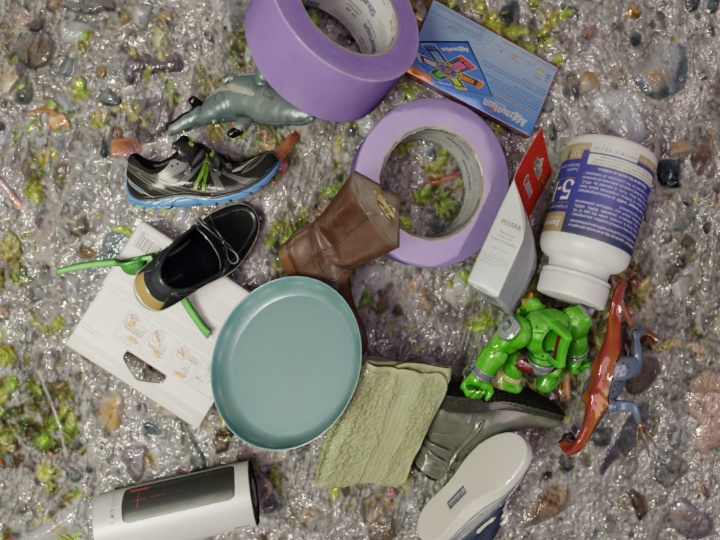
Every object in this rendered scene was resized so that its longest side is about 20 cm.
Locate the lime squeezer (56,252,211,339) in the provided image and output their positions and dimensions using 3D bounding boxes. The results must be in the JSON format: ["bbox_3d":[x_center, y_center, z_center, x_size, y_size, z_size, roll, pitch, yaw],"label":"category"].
[{"bbox_3d":[-0.263,0.009,0.746,0.195,0.038,0.072,24,118,-9],"label":"lime squeezer"}]

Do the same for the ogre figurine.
[{"bbox_3d":[0.231,0.102,0.798,0.193,0.099,0.122,7,127,-6],"label":"ogre figurine"}]

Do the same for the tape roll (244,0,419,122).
[{"bbox_3d":[-0.032,-0.287,0.729,0.195,0.085,0.206,12,64,-26],"label":"tape roll"}]

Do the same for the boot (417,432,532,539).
[{"bbox_3d":[0.168,0.297,0.810,0.089,0.074,0.201,30,114,-29],"label":"boot"}]

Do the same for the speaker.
[{"bbox_3d":[-0.230,0.303,0.778,0.194,0.081,0.084,-10,94,-6],"label":"speaker"}]

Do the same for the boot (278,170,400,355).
[{"bbox_3d":[0.000,0.000,0.739,0.188,0.199,0.064,53,44,-4],"label":"boot"}]

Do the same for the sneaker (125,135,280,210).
[{"bbox_3d":[-0.196,-0.126,0.764,0.193,0.071,0.085,-7,109,-4],"label":"sneaker"}]

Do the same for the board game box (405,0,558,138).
[{"bbox_3d":[0.163,-0.271,0.833,0.196,0.019,0.105,25,88,-7],"label":"board game box"}]

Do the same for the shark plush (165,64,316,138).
[{"bbox_3d":[-0.150,-0.202,0.755,0.193,0.091,0.086,-4,64,-1],"label":"shark plush"}]

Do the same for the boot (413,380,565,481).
[{"bbox_3d":[0.173,0.228,0.843,0.194,0.068,0.135,7,103,-7],"label":"boot"}]

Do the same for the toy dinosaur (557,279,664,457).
[{"bbox_3d":[0.312,0.149,0.817,0.181,0.104,0.202,-40,104,-20],"label":"toy dinosaur"}]

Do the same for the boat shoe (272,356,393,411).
[{"bbox_3d":[-0.028,0.160,0.803,0.195,0.070,0.073,-7,76,-27],"label":"boat shoe"}]

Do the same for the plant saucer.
[{"bbox_3d":[-0.086,0.108,0.728,0.194,0.027,0.206,-7,69,17],"label":"plant saucer"}]

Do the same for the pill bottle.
[{"bbox_3d":[0.302,-0.060,0.804,0.116,0.120,0.206,18,87,-7],"label":"pill bottle"}]

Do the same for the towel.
[{"bbox_3d":[0.026,0.197,0.773,0.145,0.037,0.204,7,118,-28],"label":"towel"}]

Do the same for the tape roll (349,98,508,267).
[{"bbox_3d":[0.084,-0.108,0.790,0.193,0.085,0.207,0,92,-6],"label":"tape roll"}]

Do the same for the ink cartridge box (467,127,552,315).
[{"bbox_3d":[0.209,-0.052,0.778,0.046,0.160,0.204,26,89,25],"label":"ink cartridge box"}]

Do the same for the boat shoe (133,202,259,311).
[{"bbox_3d":[-0.182,-0.023,0.734,0.076,0.062,0.200,55,44,-9],"label":"boat shoe"}]

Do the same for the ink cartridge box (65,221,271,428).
[{"bbox_3d":[-0.239,0.068,0.784,0.197,0.045,0.179,34,87,-7],"label":"ink cartridge box"}]
